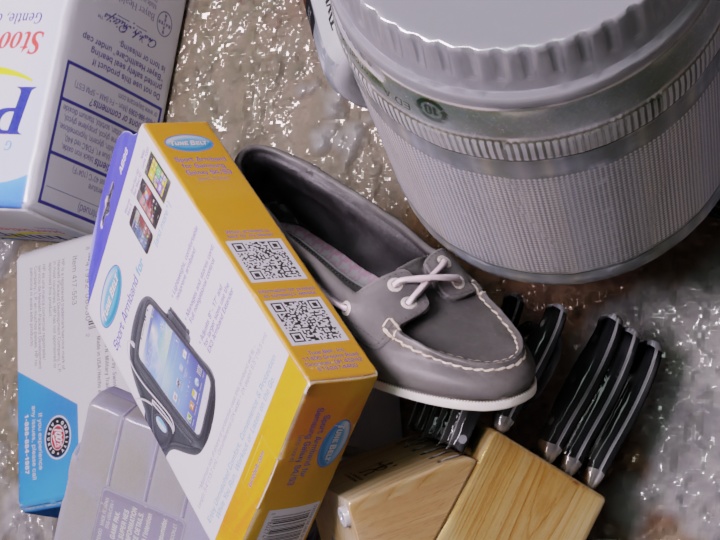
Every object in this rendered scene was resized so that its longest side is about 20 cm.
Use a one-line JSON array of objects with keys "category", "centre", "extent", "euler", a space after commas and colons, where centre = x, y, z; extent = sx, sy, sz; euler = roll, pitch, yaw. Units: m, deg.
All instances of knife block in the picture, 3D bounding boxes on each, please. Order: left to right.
[{"category": "knife block", "centre": [0.071, 0.118, 0.760], "extent": [0.064, 0.174, 0.201], "euler": [-167, 62, -70]}]

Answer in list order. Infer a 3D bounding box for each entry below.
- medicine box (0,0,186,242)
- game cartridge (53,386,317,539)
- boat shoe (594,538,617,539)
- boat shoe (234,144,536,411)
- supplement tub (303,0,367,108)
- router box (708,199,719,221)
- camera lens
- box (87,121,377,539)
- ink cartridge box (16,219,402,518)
[{"category": "medicine box", "centre": [-0.215, -0.124, 0.989], "extent": [0.181, 0.103, 0.202], "euler": [4, 78, 32]}, {"category": "game cartridge", "centre": [-0.098, 0.169, 0.819], "extent": [0.129, 0.038, 0.201], "euler": [23, 112, 17]}, {"category": "boat shoe", "centre": [0.137, 0.198, 0.703], "extent": [0.074, 0.066, 0.200], "euler": [-45, 54, 16]}, {"category": "boat shoe", "centre": [0.000, 0.000, 0.724], "extent": [0.200, 0.067, 0.057], "euler": [30, 131, 43]}, {"category": "supplement tub", "centre": [0.018, -0.195, 0.852], "extent": [0.122, 0.122, 0.201], "euler": [-26, 65, 23]}, {"category": "router box", "centre": [0.208, -0.087, 0.746], "extent": [0.199, 0.051, 0.150], "euler": [31, 94, 35]}, {"category": "camera lens", "centre": [0.076, -0.098, 0.667], "extent": [0.159, 0.200, 0.161], "euler": [-5, 65, 12]}, {"category": "box", "centre": [-0.070, 0.024, 0.745], "extent": [0.200, 0.041, 0.120], "euler": [57, 137, 38]}, {"category": "ink cartridge box", "centre": [-0.085, 0.047, 0.872], "extent": [0.199, 0.086, 0.148], "euler": [-13, 71, 26]}]
